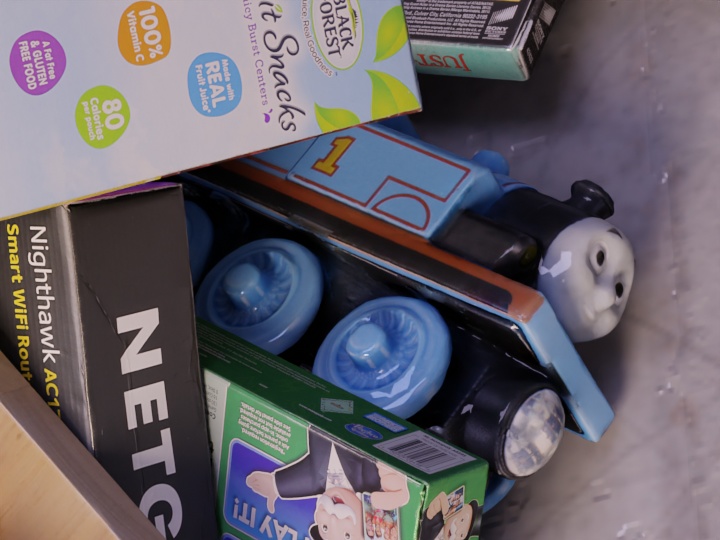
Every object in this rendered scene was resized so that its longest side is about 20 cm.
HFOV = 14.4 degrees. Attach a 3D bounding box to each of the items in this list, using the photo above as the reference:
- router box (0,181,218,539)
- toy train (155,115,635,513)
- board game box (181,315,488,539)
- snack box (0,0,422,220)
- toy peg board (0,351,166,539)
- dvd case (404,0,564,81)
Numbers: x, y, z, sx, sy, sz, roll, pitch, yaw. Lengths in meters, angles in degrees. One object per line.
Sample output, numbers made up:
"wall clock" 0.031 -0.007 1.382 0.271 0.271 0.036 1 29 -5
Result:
"router box" -0.111 0.071 0.876 0.149 0.051 0.200 2 101 43
"toy train" 0.000 0.000 0.918 0.200 0.087 0.114 23 69 40
"board game box" -0.049 0.086 0.876 0.200 0.029 0.135 25 118 40
"snack box" -0.109 -0.061 0.839 0.200 0.068 0.169 -15 15 -23
"toy peg board" -0.151 0.131 0.808 0.199 0.098 0.200 47 118 13
"dvd case" 0.029 -0.152 1.013 0.146 0.022 0.200 6 57 30
